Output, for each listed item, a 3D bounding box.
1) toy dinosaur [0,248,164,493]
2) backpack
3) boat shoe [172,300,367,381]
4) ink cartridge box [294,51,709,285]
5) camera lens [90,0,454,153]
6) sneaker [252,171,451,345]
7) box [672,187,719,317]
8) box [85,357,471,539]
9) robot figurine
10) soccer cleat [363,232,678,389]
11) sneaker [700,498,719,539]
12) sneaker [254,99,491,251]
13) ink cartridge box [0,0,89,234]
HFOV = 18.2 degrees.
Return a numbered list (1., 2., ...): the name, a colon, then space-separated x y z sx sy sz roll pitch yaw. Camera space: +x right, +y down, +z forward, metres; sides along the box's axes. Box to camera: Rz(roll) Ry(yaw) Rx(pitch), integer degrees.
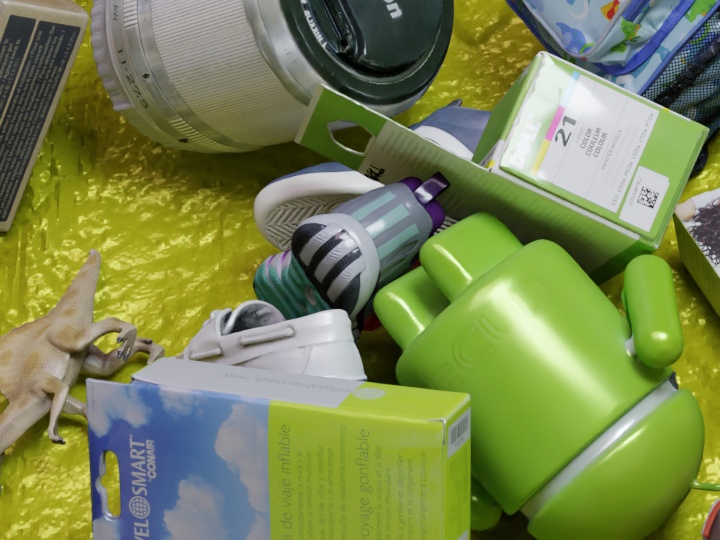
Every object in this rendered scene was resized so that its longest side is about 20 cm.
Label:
1. toy dinosaur: -0.175 0.046 1.360 0.101 0.058 0.200 6 50 22
2. backpack: 0.192 -0.197 1.366 0.200 0.147 0.183 -46 45 15
3. boat shoe: -0.059 0.049 1.264 0.074 0.065 0.200 -2 -1 -37
4. ink cartridge box: 0.073 -0.074 1.247 0.200 0.148 0.076 25 80 -2
5. camera lens: -0.053 -0.160 1.404 0.200 0.160 0.160 -9 39 47
6. sneaker: 0.000 0.000 1.281 0.087 0.200 0.074 -33 88 -18
7. box: 0.249 0.028 1.259 0.075 0.050 0.200 -23 47 -6
8. box: -0.043 0.115 1.166 0.200 0.122 0.048 6 17 22
9. robot figurine: 0.099 0.065 1.194 0.200 0.175 0.116 48 31 9
10. soccer cleat: 0.089 0.041 1.294 0.200 0.068 0.073 28 93 23
11. sneaker: 0.223 0.117 1.121 0.077 0.082 0.200 20 79 -3
12. sneaker: 0.033 -0.060 1.380 0.200 0.075 0.085 -7 48 -3
13. ink cartridge box: -0.283 -0.143 1.491 0.075 0.165 0.200 5 26 -46
